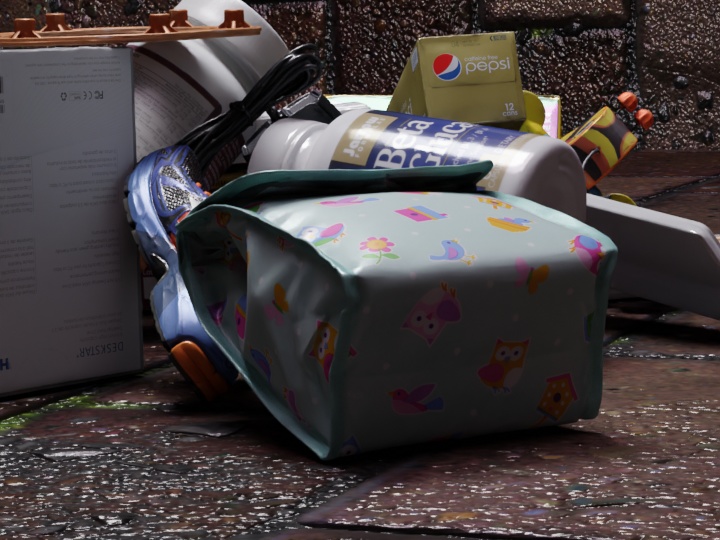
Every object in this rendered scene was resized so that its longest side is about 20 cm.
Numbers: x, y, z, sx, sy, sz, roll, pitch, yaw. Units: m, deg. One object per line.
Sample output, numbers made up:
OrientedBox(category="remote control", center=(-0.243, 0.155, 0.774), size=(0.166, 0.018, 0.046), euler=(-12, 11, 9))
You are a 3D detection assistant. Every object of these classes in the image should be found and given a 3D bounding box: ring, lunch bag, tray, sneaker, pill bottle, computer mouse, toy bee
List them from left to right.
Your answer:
OrientedBox(category="ring", center=(-0.163, -0.155, 1.459), size=(0.200, 0.019, 0.200), euler=(-2, 7, 0))
OrientedBox(category="pill bottle", center=(-0.142, -0.095, 1.581), size=(0.109, 0.200, 0.110), euler=(36, -15, 11))
OrientedBox(category="sneaker", center=(-0.083, -0.006, 1.339), size=(0.078, 0.075, 0.200), euler=(-24, 44, 4))
OrientedBox(category="computer mouse", center=(-0.062, -0.066, 1.551), size=(0.140, 0.046, 0.200), euler=(-37, -18, -4))
OrientedBox(category="lunch bag", center=(0.012, 0.007, 1.205), size=(0.170, 0.122, 0.200), euler=(-5, 22, -27))
OrientedBox(category="pill bottle", center=(0.031, -0.042, 1.440), size=(0.200, 0.111, 0.111), euler=(11, 12, 29))
OrientedBox(category="toy bee", center=(0.167, -0.076, 1.682), size=(0.109, 0.131, 0.200), euler=(-43, 26, -14))
OrientedBox(category="tray", center=(0.187, -0.017, 1.549), size=(0.200, 0.022, 0.107), euler=(18, -24, 51))

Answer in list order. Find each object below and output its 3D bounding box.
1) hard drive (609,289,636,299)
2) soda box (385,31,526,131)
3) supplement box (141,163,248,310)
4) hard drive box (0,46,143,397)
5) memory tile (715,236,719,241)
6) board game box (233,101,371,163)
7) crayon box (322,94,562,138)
OrientedBox(category="hard drive", center=(0.177, -0.003, 1.802), size=(0.132, 0.027, 0.200), euler=(-5, 8, -28))
OrientedBox(category="soda box", center=(0.059, -0.098, 1.573), size=(0.068, 0.064, 0.200), euler=(-5, -14, -10))
OrientedBox(category="supplement box", center=(-0.092, -0.031, 1.761), size=(0.131, 0.104, 0.200), euler=(-2, 7, 17))
OrientedBox(category="hard drive box", center=(-0.210, -0.031, 1.351), size=(0.077, 0.201, 0.156), euler=(3, 7, 41))
OrientedBox(category="memory tile", center=(0.177, -0.016, 1.731), size=(0.200, 0.017, 0.153), euler=(4, 9, 41))
OrientedBox(category="board game box", center=(-0.093, -0.098, 1.706), size=(0.199, 0.035, 0.126), euler=(-7, 5, -2))
OrientedBox(category="crayon box", center=(0.069, -0.074, 1.901), size=(0.199, 0.058, 0.173), euler=(1, -33, 7))
